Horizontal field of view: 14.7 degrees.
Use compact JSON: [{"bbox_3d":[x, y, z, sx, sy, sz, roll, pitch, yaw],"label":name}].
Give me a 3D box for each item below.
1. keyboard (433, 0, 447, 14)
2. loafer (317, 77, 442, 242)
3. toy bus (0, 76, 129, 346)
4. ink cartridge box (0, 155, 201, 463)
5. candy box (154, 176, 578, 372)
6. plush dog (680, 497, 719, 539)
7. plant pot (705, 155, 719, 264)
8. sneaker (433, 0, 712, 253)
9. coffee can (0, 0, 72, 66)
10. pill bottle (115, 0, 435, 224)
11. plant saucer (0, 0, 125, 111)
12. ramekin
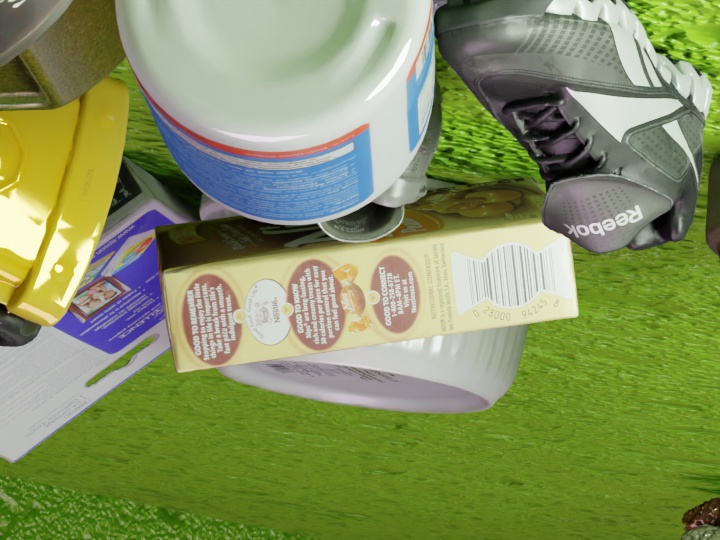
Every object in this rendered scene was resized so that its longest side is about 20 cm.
[{"bbox_3d":[-0.019,-0.107,1.188,0.199,0.011,0.056,1,173,36],"label":"keyboard"},{"bbox_3d":[-0.008,-0.047,1.321,0.070,0.070,0.200,7,172,-9],"label":"loafer"},{"bbox_3d":[-0.237,-0.054,1.309,0.192,0.136,0.200,23,165,-35],"label":"toy bus"},{"bbox_3d":[-0.173,0.026,1.623,0.198,0.043,0.200,-36,159,5],"label":"ink cartridge box"},{"bbox_3d":[0.000,0.000,1.391,0.199,0.056,0.115,-7,-168,-5],"label":"candy box"},{"bbox_3d":[0.402,0.266,2.667,0.200,0.161,0.172,38,180,-8],"label":"plush dog"},{"bbox_3d":[0.258,0.042,1.337,0.199,0.174,0.200,7,169,1],"label":"plant pot"},{"bbox_3d":[0.092,-0.056,1.129,0.066,0.091,0.200,-9,164,27],"label":"sneaker"},{"bbox_3d":[-0.134,-0.136,0.715,0.146,0.147,0.200,8,170,-4],"label":"coffee can"},{"bbox_3d":[-0.028,-0.079,1.052,0.112,0.113,0.200,7,169,3],"label":"pill bottle"},{"bbox_3d":[-0.197,-0.106,1.096,0.199,0.048,0.200,-1,163,6],"label":"plant saucer"},{"bbox_3d":[0.004,0.015,1.567,0.199,0.106,0.200,7,170,1],"label":"ramekin"}]
